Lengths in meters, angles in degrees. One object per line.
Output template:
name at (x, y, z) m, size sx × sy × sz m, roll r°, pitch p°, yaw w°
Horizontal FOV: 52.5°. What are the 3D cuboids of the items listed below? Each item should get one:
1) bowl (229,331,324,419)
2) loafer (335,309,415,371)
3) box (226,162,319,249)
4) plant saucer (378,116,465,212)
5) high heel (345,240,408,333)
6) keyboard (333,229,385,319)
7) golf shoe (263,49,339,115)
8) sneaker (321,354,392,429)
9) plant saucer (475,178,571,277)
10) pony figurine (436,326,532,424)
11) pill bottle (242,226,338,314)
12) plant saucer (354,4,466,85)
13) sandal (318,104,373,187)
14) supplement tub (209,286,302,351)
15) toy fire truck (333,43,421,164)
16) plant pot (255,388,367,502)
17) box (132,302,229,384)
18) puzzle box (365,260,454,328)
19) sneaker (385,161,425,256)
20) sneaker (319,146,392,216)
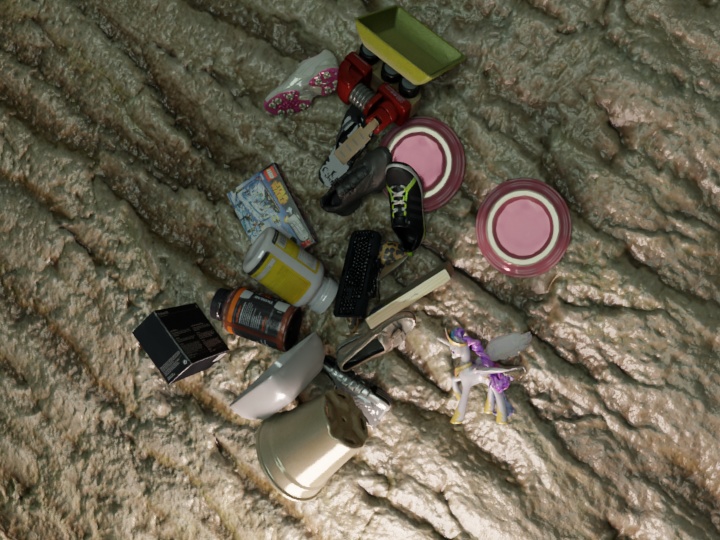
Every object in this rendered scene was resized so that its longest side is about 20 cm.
bowl at (-0.164, 0.234, 1.553) m, size 0.075 × 0.200 × 0.199 m, roll 49°, pitch 132°, yaw -2°
loafer at (0.036, 0.158, 1.573) m, size 0.197 × 0.063 × 0.072 m, roll -30°, pitch 119°, yaw 11°
box at (-0.197, -0.119, 1.642) m, size 0.135 × 0.040 × 0.204 m, roll -29°, pitch 86°, yaw 14°
plant saucer at (0.124, -0.227, 1.554) m, size 0.195 × 0.051 × 0.207 m, roll 1°, pitch 92°, yaw 14°
high heel at (0.034, 0.037, 1.573) m, size 0.139 × 0.071 × 0.206 m, roll 2°, pitch 84°, yaw 20°
keyboard at (0.000, 0.000, 1.530) m, size 0.101 × 0.040 × 0.205 m, roll -1°, pitch 65°, yaw 26°
golf shoe at (-0.128, -0.412, 1.607) m, size 0.196 × 0.075 × 0.094 m, roll -22°, pitch 58°, yaw 19°
sneaker at (-0.037, 0.281, 1.603) m, size 0.198 × 0.075 × 0.117 m, roll 33°, pitch 102°, yaw 9°
plant saucer at (0.334, -0.087, 1.502) m, size 0.195 × 0.051 × 0.207 m, roll 1°, pitch 92°, yaw 14°
pony figurine at (0.258, 0.211, 1.502) m, size 0.188 × 0.167 × 0.206 m, roll -3°, pitch 107°, yaw 21°
pill bottle at (-0.147, 0.006, 1.571) m, size 0.198 × 0.112 × 0.113 m, roll 36°, pitch 101°, yaw -19°
plant saucer at (0.098, -0.454, 1.496) m, size 0.199 × 0.199 × 0.048 m, roll 39°, pitch 128°, yaw 9°
sandal at (-0.027, -0.273, 1.592) m, size 0.075 × 0.043 × 0.204 m, roll 27°, pitch 98°, yaw 11°
supplement tub at (-0.235, 0.101, 1.625) m, size 0.195 × 0.107 × 0.110 m, roll 17°, pitch 96°, yaw 13°
toy fire truck at (0.005, -0.341, 1.519) m, size 0.176 × 0.129 × 0.200 m, roll 42°, pitch 68°, yaw 13°
plant pot at (-0.089, 0.350, 1.532) m, size 0.182 × 0.200 × 0.203 m, roll -38°, pitch 84°, yaw 28°
box at (-0.393, 0.157, 1.618) m, size 0.078 × 0.200 × 0.143 m, roll -37°, pitch 83°, yaw 12°
puzzle box at (0.105, 0.048, 1.528) m, size 0.197 × 0.133 × 0.026 m, roll -33°, pitch 92°, yaw 14°
sneaker at (0.094, -0.124, 1.507) m, size 0.070 × 0.083 × 0.204 m, roll -4°, pitch 122°, yaw 26°
sneaker at (-0.009, -0.183, 1.543) m, size 0.200 × 0.090 × 0.077 m, roll -45°, pitch 70°, yaw 29°
